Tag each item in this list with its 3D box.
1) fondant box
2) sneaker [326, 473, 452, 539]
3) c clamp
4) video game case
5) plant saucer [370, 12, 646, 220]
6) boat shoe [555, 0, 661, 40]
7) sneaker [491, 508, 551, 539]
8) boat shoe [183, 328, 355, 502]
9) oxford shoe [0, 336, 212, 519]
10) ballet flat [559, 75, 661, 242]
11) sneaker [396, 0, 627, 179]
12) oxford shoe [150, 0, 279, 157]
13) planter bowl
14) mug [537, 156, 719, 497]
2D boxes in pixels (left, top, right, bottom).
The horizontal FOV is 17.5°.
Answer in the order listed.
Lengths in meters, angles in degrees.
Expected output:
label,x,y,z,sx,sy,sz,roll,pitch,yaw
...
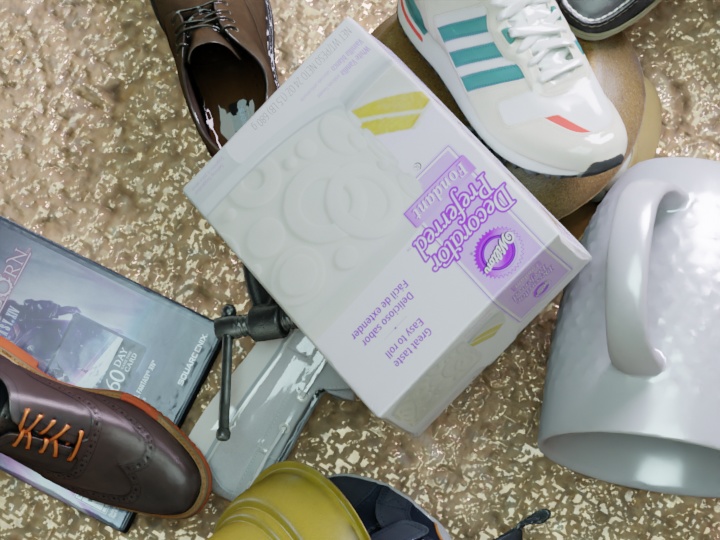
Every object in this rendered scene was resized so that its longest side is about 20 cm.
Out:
label,x,y,z,sx,sy,sz,roll,pitch,yaw
fondant box,0.012,-0.027,1.334,0.144,0.058,0.200,-46,62,6
sneaker,0.031,0.187,1.329,0.078,0.079,0.200,-44,68,-1
c clamp,0.000,0.000,1.380,0.199,0.027,0.172,-15,68,20
video game case,-0.202,0.057,1.472,0.199,0.019,0.143,26,82,9
plant saucer,0.074,-0.110,1.431,0.199,0.036,0.201,-6,56,9
boat shoe,0.186,-0.226,1.392,0.072,0.066,0.201,43,91,11
sneaker,0.093,0.211,1.382,0.199,0.078,0.140,24,83,9
boat shoe,-0.029,0.057,1.429,0.068,0.072,0.200,37,84,8
oxford shoe,-0.185,0.101,1.408,0.199,0.073,0.072,23,103,13
ballet flat,0.125,-0.041,1.437,0.068,0.063,0.201,31,83,10
sneaker,0.087,-0.139,1.360,0.070,0.094,0.200,-19,51,-24
oxford shoe,-0.090,-0.152,1.470,0.072,0.084,0.201,-23,76,2
planter bowl,-0.060,0.214,1.328,0.083,0.200,0.201,-9,76,-30
mug,0.179,0.022,1.352,0.147,0.200,0.176,3,72,24
